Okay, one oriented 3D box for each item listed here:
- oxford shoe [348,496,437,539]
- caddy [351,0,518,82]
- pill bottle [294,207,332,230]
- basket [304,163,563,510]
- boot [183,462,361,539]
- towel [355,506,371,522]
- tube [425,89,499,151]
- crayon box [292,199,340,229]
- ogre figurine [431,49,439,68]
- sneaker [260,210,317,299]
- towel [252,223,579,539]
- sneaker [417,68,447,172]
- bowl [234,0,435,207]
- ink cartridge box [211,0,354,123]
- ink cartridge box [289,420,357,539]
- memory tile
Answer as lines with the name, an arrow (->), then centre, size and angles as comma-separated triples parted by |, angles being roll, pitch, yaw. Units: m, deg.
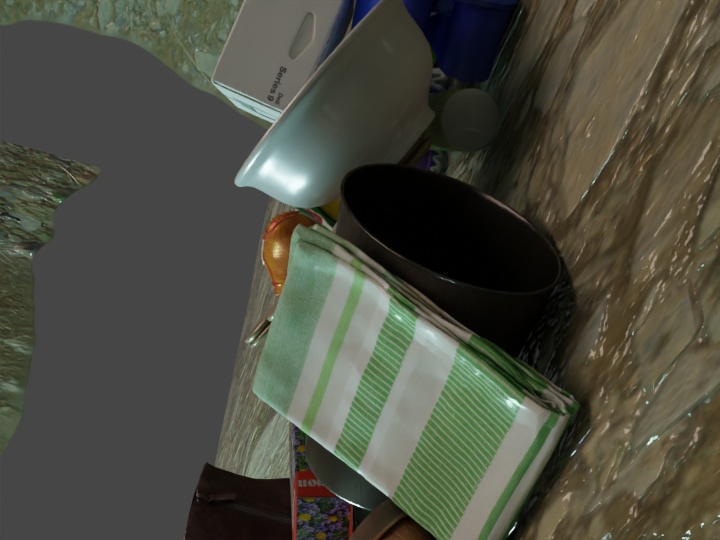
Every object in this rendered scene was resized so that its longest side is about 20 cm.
oxford shoe -> 0.021, 0.240, 0.725 | 0.071, 0.071, 0.201 | -35, -29, -30
caddy -> 0.066, -0.251, 0.958 | 0.200, 0.141, 0.105 | -100, 24, -65
pill bottle -> -0.024, -0.039, 1.210 | 0.200, 0.114, 0.115 | -93, 20, -60
basket -> 0.036, 0.055, 0.715 | 0.180, 0.135, 0.201 | 48, 132, 49
boot -> -0.080, 0.269, 0.925 | 0.201, 0.165, 0.073 | -88, 16, -51
towel -> 0.034, 0.100, 0.898 | 0.171, 0.048, 0.201 | -103, 29, -63
tube -> 0.069, -0.136, 0.944 | 0.200, 0.058, 0.052 | -144, 51, -76
crayon box -> -0.016, -0.100, 1.110 | 0.052, 0.126, 0.200 | -46, 11, 23
ogre figurine -> 0.020, -0.204, 1.235 | 0.120, 0.098, 0.201 | -73, 9, -63
sneaker -> -0.049, 0.027, 1.032 | 0.077, 0.073, 0.201 | -120, 14, -50
towel -> 0.021, 0.078, 0.635 | 0.023, 0.200, 0.153 | -30, -33, -47
sneaker -> 0.039, -0.139, 1.090 | 0.081, 0.088, 0.201 | 121, 159, -51
bowl -> -0.004, -0.119, 0.829 | 0.201, 0.090, 0.201 | -49, 6, 7
ink cartridge box -> -0.068, -0.219, 0.997 | 0.200, 0.084, 0.147 | -104, 37, -87
ink cartridge box -> -0.034, 0.200, 0.876 | 0.200, 0.050, 0.109 | -96, 8, -52
memory tile -> -0.016, -0.025, 0.847 | 0.200, 0.017, 0.153 | -53, 6, -37
